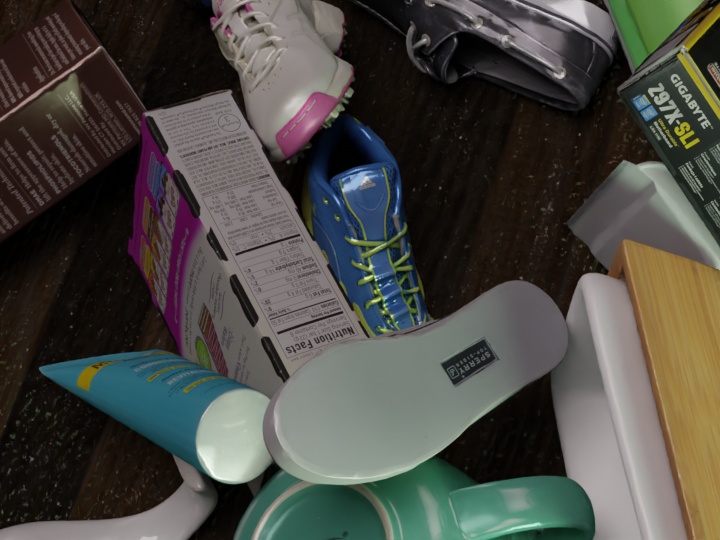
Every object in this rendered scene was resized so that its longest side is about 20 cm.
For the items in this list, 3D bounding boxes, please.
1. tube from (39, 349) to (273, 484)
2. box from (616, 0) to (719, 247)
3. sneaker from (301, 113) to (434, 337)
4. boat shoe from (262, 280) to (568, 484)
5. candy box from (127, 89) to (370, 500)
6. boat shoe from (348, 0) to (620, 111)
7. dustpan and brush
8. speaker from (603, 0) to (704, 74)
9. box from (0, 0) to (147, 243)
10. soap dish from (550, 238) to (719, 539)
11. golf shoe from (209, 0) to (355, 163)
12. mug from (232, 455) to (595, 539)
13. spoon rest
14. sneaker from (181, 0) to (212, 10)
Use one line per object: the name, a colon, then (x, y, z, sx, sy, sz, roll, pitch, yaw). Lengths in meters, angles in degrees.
tube: (-0.109, 0.071, 1.162, 0.200, 0.077, 0.051, 18, 108, 60)
box: (0.228, -0.049, 1.085, 0.049, 0.160, 0.201, -31, 96, 33)
sneaker: (0.000, 0.000, 1.192, 0.075, 0.105, 0.202, -15, 63, -2)
boat shoe: (0.021, 0.061, 1.063, 0.199, 0.066, 0.072, -29, 84, -41)
candy box: (-0.064, 0.018, 1.183, 0.060, 0.137, 0.201, -17, 60, -21)
boat shoe: (0.057, -0.149, 1.270, 0.198, 0.072, 0.068, 22, 72, 15)
dustpan and brush: (0.213, 0.014, 1.138, 0.057, 0.140, 0.200, -41, 85, -16)
speaker: (0.185, -0.165, 1.216, 0.088, 0.088, 0.202, -20, 74, 5)
box: (-0.232, -0.071, 1.288, 0.199, 0.075, 0.100, -34, 32, -3)
soap dish: (0.161, 0.105, 1.084, 0.080, 0.158, 0.202, -7, 63, -6)
golf shoe: (-0.055, -0.127, 1.226, 0.075, 0.091, 0.200, -47, 19, 14)
mug: (0.013, 0.153, 1.098, 0.152, 0.114, 0.186, 35, 89, 36)
spoon rest: (-0.161, 0.169, 1.199, 0.199, 0.061, 0.100, -35, 60, 13)
sneaker: (-0.077, -0.260, 1.348, 0.088, 0.079, 0.202, 8, 69, 21)
